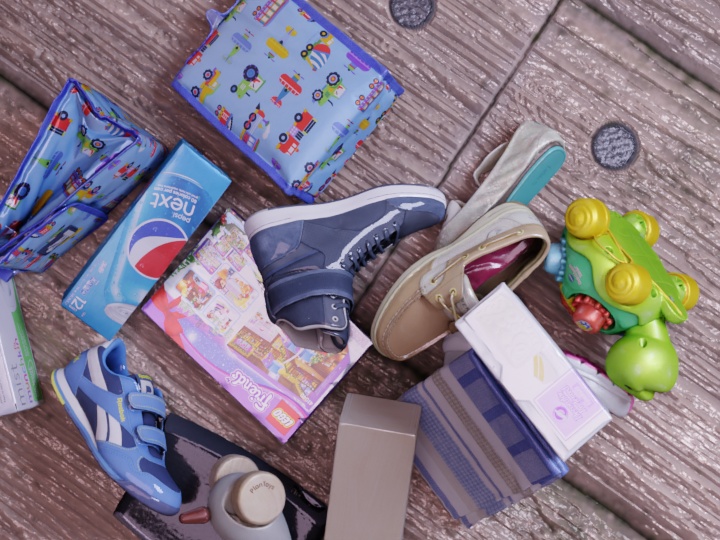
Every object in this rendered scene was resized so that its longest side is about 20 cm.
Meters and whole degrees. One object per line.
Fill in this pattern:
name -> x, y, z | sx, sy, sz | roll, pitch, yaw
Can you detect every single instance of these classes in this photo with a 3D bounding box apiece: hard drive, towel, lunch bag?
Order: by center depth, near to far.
towel -> 0.104, 0.161, 1.337 | 0.024, 0.200, 0.147 | -34, 85, -33
lunch bag -> -0.293, -0.074, 1.372 | 0.094, 0.151, 0.201 | 40, 92, 3
lunch bag -> -0.083, -0.190, 1.392 | 0.200, 0.094, 0.151 | 42, 94, 13
hard drive -> -0.140, 0.247, 1.413 | 0.199, 0.042, 0.136 | 31, 91, 4

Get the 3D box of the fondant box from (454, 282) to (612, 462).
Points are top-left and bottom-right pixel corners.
fondant box -> 0.156, 0.089, 1.242 | 0.058, 0.200, 0.145 | -39, 81, 6

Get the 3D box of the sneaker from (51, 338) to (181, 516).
sneaker -> -0.226, 0.150, 1.379 | 0.082, 0.074, 0.201 | -39, 65, 0

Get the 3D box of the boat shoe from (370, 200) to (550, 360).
boat shoe -> 0.095, 0.016, 1.335 | 0.200, 0.066, 0.074 | -43, 122, 2

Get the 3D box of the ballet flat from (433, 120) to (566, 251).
ballet flat -> 0.124, -0.063, 1.399 | 0.200, 0.067, 0.062 | -48, 57, -1

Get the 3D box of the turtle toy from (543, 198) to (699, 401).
turtle toy -> 0.246, 0.024, 1.336 | 0.101, 0.145, 0.201 | -41, 62, 27

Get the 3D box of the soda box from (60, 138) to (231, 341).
soda box -> -0.213, -0.032, 1.402 | 0.064, 0.068, 0.201 | 37, 92, -13

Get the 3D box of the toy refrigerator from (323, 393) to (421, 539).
toy refrigerator -> 0.008, 0.225, 1.362 | 0.075, 0.070, 0.202 | 8, 112, 5

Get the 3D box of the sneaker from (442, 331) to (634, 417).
sneaker -> 0.167, 0.116, 1.381 | 0.198, 0.081, 0.089 | 15, 92, 12

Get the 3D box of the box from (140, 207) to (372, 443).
box -> -0.102, 0.055, 1.414 | 0.200, 0.039, 0.137 | 43, 91, 3

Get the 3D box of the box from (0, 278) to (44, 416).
box -> -0.431, 0.061, 1.407 | 0.174, 0.097, 0.203 | -15, 89, 4

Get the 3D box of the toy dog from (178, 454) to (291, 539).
toy dog -> -0.106, 0.275, 1.338 | 0.095, 0.132, 0.202 | -22, 79, -20

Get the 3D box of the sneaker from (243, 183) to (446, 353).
sneaker -> -0.001, 0.001, 1.359 | 0.200, 0.077, 0.148 | -12, 64, -7
